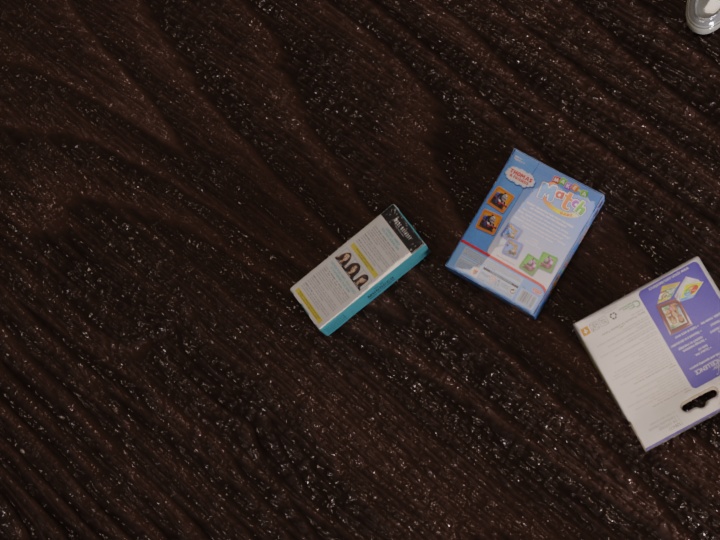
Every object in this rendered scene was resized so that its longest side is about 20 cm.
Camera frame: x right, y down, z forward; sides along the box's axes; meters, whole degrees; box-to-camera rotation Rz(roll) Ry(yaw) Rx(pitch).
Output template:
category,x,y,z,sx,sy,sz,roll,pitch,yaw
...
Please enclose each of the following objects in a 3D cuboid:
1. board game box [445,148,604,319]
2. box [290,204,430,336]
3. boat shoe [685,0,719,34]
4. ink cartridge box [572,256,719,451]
category,x,y,z,sx,sy,sz,roll,pitch,yaw
board game box,0.237,-0.054,1.750,0.150,0.037,0.201,30,86,19
box,0.000,0.000,1.790,0.199,0.049,0.083,-39,71,3
boat shoe,0.530,-0.438,1.752,0.070,0.072,0.202,31,85,19
ink cartridge box,0.423,0.114,1.659,0.196,0.047,0.201,-28,73,5
